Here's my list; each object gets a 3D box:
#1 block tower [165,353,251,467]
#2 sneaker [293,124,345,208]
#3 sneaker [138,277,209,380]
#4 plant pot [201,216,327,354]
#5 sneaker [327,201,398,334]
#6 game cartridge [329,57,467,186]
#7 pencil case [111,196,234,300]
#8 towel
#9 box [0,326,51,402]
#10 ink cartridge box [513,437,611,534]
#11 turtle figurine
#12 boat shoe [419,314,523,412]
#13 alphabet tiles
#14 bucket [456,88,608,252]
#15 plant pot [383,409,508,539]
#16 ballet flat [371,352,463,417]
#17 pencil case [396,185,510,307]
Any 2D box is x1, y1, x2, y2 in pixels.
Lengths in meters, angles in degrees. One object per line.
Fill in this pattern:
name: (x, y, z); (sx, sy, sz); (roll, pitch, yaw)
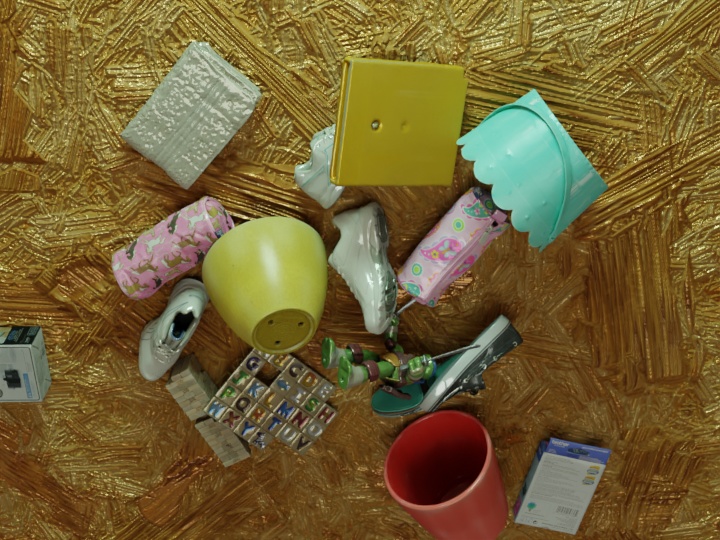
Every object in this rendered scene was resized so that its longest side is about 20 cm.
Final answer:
block tower: (-0.258, 0.239, 1.757); (0.054, 0.058, 0.201); (-24, 114, 13)
sneaker: (-0.028, -0.185, 1.517); (0.080, 0.071, 0.201); (32, 115, -13)
sneaker: (-0.311, 0.105, 1.667); (0.074, 0.087, 0.201); (24, 117, -14)
plant pot: (-0.132, 0.041, 1.561); (0.197, 0.143, 0.202); (-11, 136, -11)
sneaker: (0.000, 0.000, 1.596); (0.098, 0.078, 0.203); (-8, 85, 22)
game cartridge: (0.056, -0.208, 1.467); (0.198, 0.032, 0.179); (-3, 110, -31)
pencil case: (-0.291, -0.032, 1.597); (0.198, 0.087, 0.083); (-29, 152, 15)
towel: (-0.248, -0.228, 1.516); (0.132, 0.035, 0.200); (39, 113, -17)
box: (-0.627, 0.157, 1.713); (0.197, 0.060, 0.118); (1, 118, 1)
ink cartridge box: (0.357, 0.376, 1.832); (0.118, 0.042, 0.202); (12, 120, -6)
turtle figurine: (0.048, 0.115, 1.621); (0.192, 0.145, 0.200); (-3, 149, -29)
boat shoe: (0.180, 0.163, 1.648); (0.066, 0.070, 0.200); (44, 88, 3)
alphabet tiles: (-0.140, 0.227, 1.744); (0.199, 0.008, 0.168); (38, 96, -23)
bucket: (0.247, -0.147, 1.465); (0.134, 0.208, 0.207); (-38, 112, 13)
plant pot: (0.160, 0.370, 1.756); (0.198, 0.202, 0.178); (-22, 127, 12)
ballet flat: (0.115, 0.204, 1.731); (0.198, 0.075, 0.075); (-24, 116, 17)
pencil case: (0.144, -0.036, 1.584); (0.087, 0.088, 0.200); (36, 112, -17)
